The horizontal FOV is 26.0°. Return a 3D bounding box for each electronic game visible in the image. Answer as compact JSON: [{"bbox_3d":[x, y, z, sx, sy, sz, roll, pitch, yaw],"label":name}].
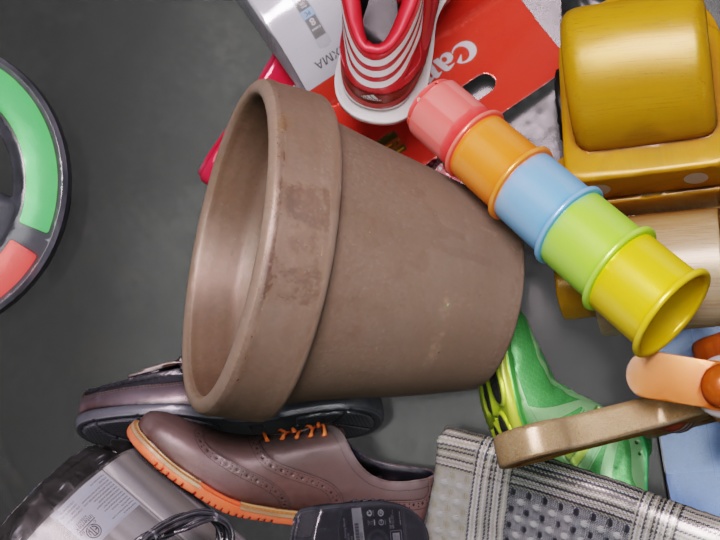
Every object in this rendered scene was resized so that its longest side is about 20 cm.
[{"bbox_3d":[-0.292,-0.057,1.056,0.198,0.042,0.202,-1,85,7],"label":"electronic game"}]

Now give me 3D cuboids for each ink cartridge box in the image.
[{"bbox_3d":[0.018,-0.175,1.007,0.160,0.047,0.201,-33,77,-7],"label":"ink cartridge box"}]

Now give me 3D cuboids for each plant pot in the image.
[{"bbox_3d":[0.000,0.000,0.931,0.173,0.200,0.202,11,86,-15],"label":"plant pot"}]

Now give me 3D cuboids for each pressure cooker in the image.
[{"bbox_3d":[-0.132,0.225,0.943,0.200,0.179,0.176,38,88,9],"label":"pressure cooker"}]

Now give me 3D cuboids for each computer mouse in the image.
[{"bbox_3d":[-0.047,0.165,0.909,0.199,0.034,0.059,3,76,-29],"label":"computer mouse"}]

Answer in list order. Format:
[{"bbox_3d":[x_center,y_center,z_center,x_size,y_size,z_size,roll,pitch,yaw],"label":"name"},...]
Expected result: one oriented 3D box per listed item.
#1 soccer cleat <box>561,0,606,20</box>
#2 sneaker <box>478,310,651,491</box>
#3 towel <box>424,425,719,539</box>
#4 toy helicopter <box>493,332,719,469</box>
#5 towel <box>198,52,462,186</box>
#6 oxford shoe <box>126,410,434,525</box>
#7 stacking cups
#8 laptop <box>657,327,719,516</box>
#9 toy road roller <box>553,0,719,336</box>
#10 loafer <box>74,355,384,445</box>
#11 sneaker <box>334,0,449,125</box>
[{"bbox_3d":[0.189,-0.236,0.991,0.067,0.081,0.201,33,90,9],"label":"soccer cleat"},{"bbox_3d":[0.135,0.110,0.980,0.083,0.074,0.201,-27,86,-11],"label":"sneaker"},{"bbox_3d":[0.111,0.213,0.936,0.191,0.034,0.202,17,107,23],"label":"towel"},{"bbox_3d":[0.174,0.081,0.887,0.198,0.132,0.080,-13,80,-9],"label":"toy helicopter"},{"bbox_3d":[0.007,-0.065,1.030,0.199,0.022,0.145,36,91,8],"label":"towel"},{"bbox_3d":[-0.047,0.119,0.975,0.199,0.071,0.073,23,99,-17],"label":"oxford shoe"},{"bbox_3d":[0.101,-0.034,0.880,0.200,0.060,0.061,41,91,26],"label":"stacking cups"},{"bbox_3d":[0.279,0.051,0.942,0.115,0.200,0.189,-5,84,-27],"label":"laptop"},{"bbox_3d":[0.169,-0.074,0.925,0.122,0.146,0.202,-6,65,15],"label":"toy road roller"},{"bbox_3d":[-0.084,0.078,1.013,0.198,0.072,0.063,-3,62,2],"label":"loafer"},{"bbox_3d":[0.028,-0.197,0.925,0.078,0.116,0.202,5,68,-1],"label":"sneaker"}]
